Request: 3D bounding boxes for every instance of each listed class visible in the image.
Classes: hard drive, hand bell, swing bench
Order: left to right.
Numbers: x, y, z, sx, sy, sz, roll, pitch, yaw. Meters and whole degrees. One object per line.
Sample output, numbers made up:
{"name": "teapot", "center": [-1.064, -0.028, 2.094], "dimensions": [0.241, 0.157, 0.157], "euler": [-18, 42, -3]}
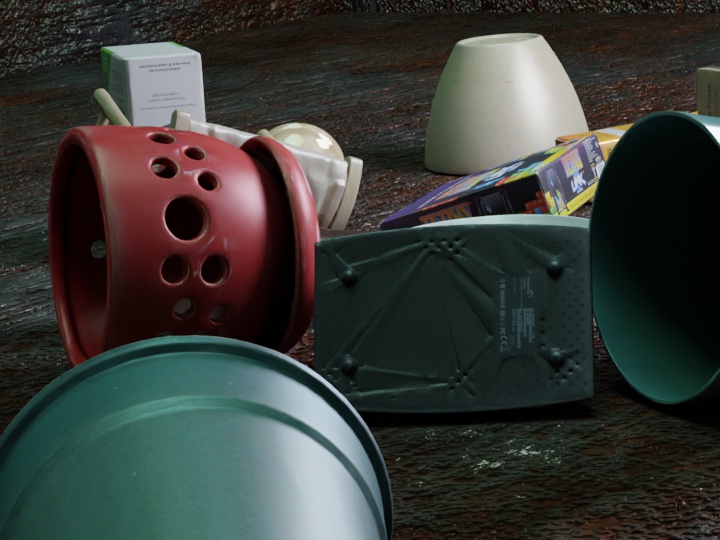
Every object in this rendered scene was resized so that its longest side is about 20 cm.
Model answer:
{"name": "swing bench", "center": [-0.139, -0.077, 1.942], "dimensions": [0.198, 0.130, 0.200], "euler": [14, 4, -32]}
{"name": "hand bell", "center": [-0.067, -0.069, 2.148], "dimensions": [0.104, 0.105, 0.200], "euler": [-5, 24, 2]}
{"name": "hard drive", "center": [0.067, 0.037, 1.484], "dimensions": [0.199, 0.135, 0.042], "euler": [-3, -14, 11]}

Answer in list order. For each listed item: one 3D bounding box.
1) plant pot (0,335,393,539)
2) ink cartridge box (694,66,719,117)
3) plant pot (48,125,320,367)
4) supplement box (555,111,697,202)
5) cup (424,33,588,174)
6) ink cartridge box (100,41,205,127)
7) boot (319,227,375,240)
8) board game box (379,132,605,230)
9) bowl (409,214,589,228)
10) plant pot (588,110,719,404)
{"name": "plant pot", "center": [-0.067, 0.155, 0.893], "dimensions": [0.199, 0.201, 0.196], "euler": [-7, 20, -8]}
{"name": "ink cartridge box", "center": [0.337, -0.056, 1.605], "dimensions": [0.075, 0.201, 0.165], "euler": [-11, 15, -26]}
{"name": "plant pot", "center": [-0.139, -0.017, 1.649], "dimensions": [0.182, 0.201, 0.200], "euler": [-5, 11, -23]}
{"name": "supplement box", "center": [0.307, -0.122, 2.221], "dimensions": [0.199, 0.067, 0.069], "euler": [-13, 14, -27]}
{"name": "cup", "center": [0.167, -0.201, 2.456], "dimensions": [0.199, 0.144, 0.200], "euler": [-6, 13, 1]}
{"name": "ink cartridge box", "center": [-0.213, -0.130, 2.176], "dimensions": [0.084, 0.201, 0.145], "euler": [-6, 13, -16]}
{"name": "boot", "center": [0.000, 0.000, 1.789], "dimensions": [0.199, 0.073, 0.166], "euler": [-9, 10, -32]}
{"name": "board game box", "center": [0.131, -0.065, 1.973], "dimensions": [0.165, 0.057, 0.200], "euler": [-16, 7, 24]}
{"name": "bowl", "center": [0.103, 0.020, 1.616], "dimensions": [0.200, 0.091, 0.201], "euler": [-5, 12, 1]}
{"name": "plant pot", "center": [0.278, -0.010, 1.465], "dimensions": [0.160, 0.201, 0.200], "euler": [-1, 9, -26]}
